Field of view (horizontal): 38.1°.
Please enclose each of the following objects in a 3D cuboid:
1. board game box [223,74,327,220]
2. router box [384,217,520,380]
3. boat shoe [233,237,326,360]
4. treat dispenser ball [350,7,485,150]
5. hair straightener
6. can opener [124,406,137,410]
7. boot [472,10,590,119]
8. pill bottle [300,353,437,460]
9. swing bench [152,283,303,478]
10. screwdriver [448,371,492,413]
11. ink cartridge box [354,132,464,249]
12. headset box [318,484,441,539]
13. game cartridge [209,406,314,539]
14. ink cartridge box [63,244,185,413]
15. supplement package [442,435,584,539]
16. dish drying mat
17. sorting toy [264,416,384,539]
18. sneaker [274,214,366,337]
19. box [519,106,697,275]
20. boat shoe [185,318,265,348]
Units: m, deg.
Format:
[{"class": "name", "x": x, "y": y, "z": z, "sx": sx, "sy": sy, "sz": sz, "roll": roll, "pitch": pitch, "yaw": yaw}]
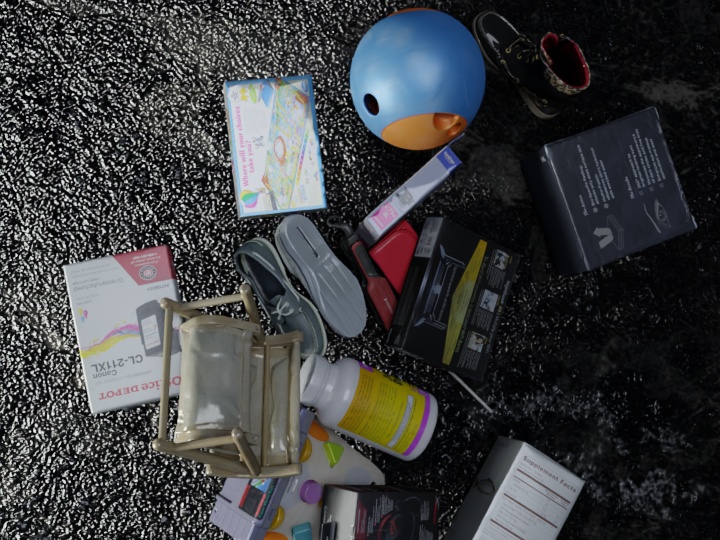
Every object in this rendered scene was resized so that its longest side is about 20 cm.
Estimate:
[{"class": "board game box", "x": -0.127, "y": -0.184, "z": 1.554, "sx": 0.132, "sy": 0.034, "sz": 0.204, "roll": -6, "pitch": 87, "yaw": -12}, {"class": "router box", "x": 0.137, "y": 0.043, "z": 1.542, "sx": 0.156, "sy": 0.052, "sz": 0.203, "roll": 23, "pitch": 81, "yaw": -29}, {"class": "boat shoe", "x": -0.120, "y": 0.047, "z": 1.511, "sx": 0.072, "sy": 0.062, "sz": 0.202, "roll": -32, "pitch": 87, "yaw": 24}, {"class": "treat dispenser ball", "x": 0.083, "y": -0.278, "z": 1.519, "sx": 0.197, "sy": 0.201, "sz": 0.205, "roll": 1, "pitch": 85, "yaw": -11}, {"class": "hair straightener", "x": 0.000, "y": 0.000, "z": 1.543, "sx": 0.041, "sy": 0.077, "sz": 0.201, "roll": -37, "pitch": 114, "yaw": -9}, {"class": "can opener", "x": -0.351, "y": 0.099, "z": 1.478, "sx": 0.066, "sy": 0.053, "sz": 0.203, "roll": -23, "pitch": 90, "yaw": -11}, {"class": "boot", "x": 0.261, "y": -0.329, "z": 1.584, "sx": 0.073, "sy": 0.150, "sz": 0.201, "roll": -37, "pitch": 93, "yaw": -12}, {"class": "pill bottle", "x": 0.006, "y": 0.192, "z": 1.506, "sx": 0.198, "sy": 0.104, "sz": 0.106, "roll": 25, "pitch": 81, "yaw": -17}, {"class": "swing bench", "x": -0.165, "y": 0.153, "z": 1.361, "sx": 0.128, "sy": 0.200, "sz": 0.202, "roll": -9, "pitch": 64, "yaw": 17}, {"class": "screwdriver", "x": 0.134, "y": 0.149, "z": 1.586, "sx": 0.200, "sy": 0.029, "sz": 0.028, "roll": 44, "pitch": 79, "yaw": -5}, {"class": "ink cartridge box", "x": 0.080, "y": -0.117, "z": 1.547, "sx": 0.200, "sy": 0.119, "sz": 0.042, "roll": -44, "pitch": 90, "yaw": -12}, {"class": "headset box", "x": 0.019, "y": 0.382, "z": 1.472, "sx": 0.198, "sy": 0.074, "sz": 0.151, "roll": 11, "pitch": 83, "yaw": -45}, {"class": "game cartridge", "x": -0.141, "y": 0.278, "z": 1.469, "sx": 0.038, "sy": 0.129, "sz": 0.203, "roll": 27, "pitch": 80, "yaw": -27}, {"class": "ink cartridge box", "x": -0.309, "y": 0.081, "z": 1.418, "sx": 0.143, "sy": 0.083, "sz": 0.203, "roll": -12, "pitch": 87, "yaw": -9}, {"class": "supplement package", "x": 0.221, "y": 0.364, "z": 1.541, "sx": 0.116, "sy": 0.117, "sz": 0.202, "roll": 32, "pitch": 80, "yaw": -7}, {"class": "dish drying mat", "x": 0.096, "y": 0.024, "z": 1.562, "sx": 0.077, "sy": 0.018, "sz": 0.201, "roll": -41, "pitch": 112, "yaw": -10}, {"class": "sorting toy", "x": -0.054, "y": 0.325, "z": 1.513, "sx": 0.178, "sy": 0.106, "sz": 0.203, "roll": 27, "pitch": 80, "yaw": -28}, {"class": "sneaker", "x": -0.058, "y": 0.007, "z": 1.537, "sx": 0.072, "sy": 0.071, "sz": 0.202, "roll": -31, "pitch": 98, "yaw": -20}, {"class": "box", "x": 0.379, "y": -0.120, "z": 1.610, "sx": 0.197, "sy": 0.117, "sz": 0.200, "roll": -20, "pitch": 90, "yaw": -13}, {"class": "boat shoe", "x": -0.215, "y": 0.100, "z": 1.497, "sx": 0.197, "sy": 0.068, "sz": 0.076, "roll": 10, "pitch": 84, "yaw": -10}]
